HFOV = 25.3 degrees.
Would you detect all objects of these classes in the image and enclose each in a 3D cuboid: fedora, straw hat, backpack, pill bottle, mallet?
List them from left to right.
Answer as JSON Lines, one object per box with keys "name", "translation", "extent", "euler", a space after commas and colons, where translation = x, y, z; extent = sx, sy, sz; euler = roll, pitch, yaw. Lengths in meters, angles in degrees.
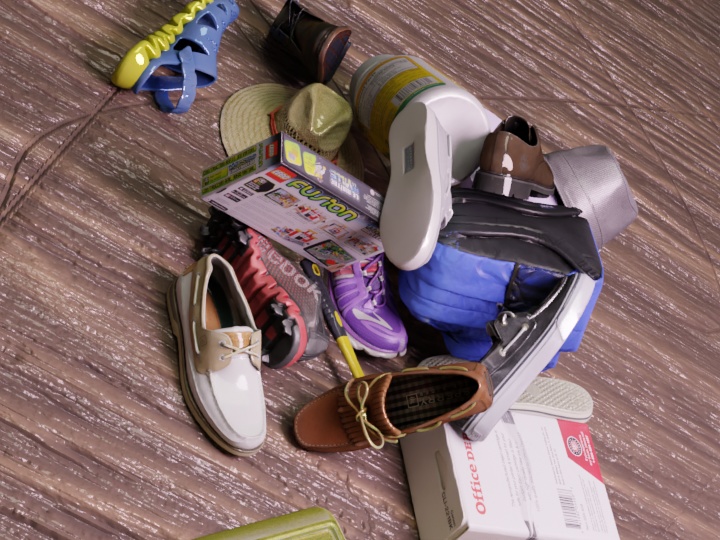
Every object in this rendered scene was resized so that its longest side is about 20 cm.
{"name": "straw hat", "translation": [-0.054, -0.161, 1.790], "extent": [0.200, 0.085, 0.202], "euler": [23, 45, -24]}
{"name": "mallet", "translation": [-0.022, 0.077, 1.635], "extent": [0.066, 0.041, 0.201], "euler": [-10, 67, -55]}
{"name": "pill bottle", "translation": [0.057, -0.174, 1.778], "extent": [0.112, 0.114, 0.200], "euler": [18, 15, -27]}
{"name": "backpack", "translation": [0.137, 0.012, 1.696], "extent": [0.198, 0.169, 0.163], "euler": [14, 22, -9]}
{"name": "fedora", "translation": [0.274, -0.090, 1.921], "extent": [0.200, 0.090, 0.178], "euler": [64, 1, -73]}

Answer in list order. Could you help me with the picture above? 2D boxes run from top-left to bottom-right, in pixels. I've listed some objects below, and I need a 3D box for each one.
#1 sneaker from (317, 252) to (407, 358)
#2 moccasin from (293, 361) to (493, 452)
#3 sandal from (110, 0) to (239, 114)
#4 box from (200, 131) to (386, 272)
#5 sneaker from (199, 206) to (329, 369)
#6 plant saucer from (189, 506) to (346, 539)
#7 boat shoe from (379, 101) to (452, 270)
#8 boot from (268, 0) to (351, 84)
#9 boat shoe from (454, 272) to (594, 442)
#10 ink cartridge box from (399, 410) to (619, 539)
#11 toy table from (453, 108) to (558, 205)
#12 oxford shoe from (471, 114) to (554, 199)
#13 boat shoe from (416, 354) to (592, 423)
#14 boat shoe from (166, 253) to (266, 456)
{"name": "sneaker", "translation": [0.000, 0.000, 1.700], "extent": [0.080, 0.083, 0.201], "euler": [-4, 61, -41]}
{"name": "moccasin", "translation": [0.028, 0.133, 1.538], "extent": [0.078, 0.199, 0.074], "euler": [19, 63, -72]}
{"name": "sandal", "translation": [-0.189, -0.235, 1.756], "extent": [0.087, 0.079, 0.200], "euler": [44, 48, -5]}
{"name": "box", "translation": [-0.052, -0.064, 1.593], "extent": [0.199, 0.109, 0.035], "euler": [30, 49, -43]}
{"name": "sneaker", "translation": [-0.093, 0.016, 1.623], "extent": [0.097, 0.071, 0.201], "euler": [9, 43, -51]}
{"name": "plant saucer", "translation": [-0.055, 0.306, 1.422], "extent": [0.199, 0.048, 0.201], "euler": [-7, 61, -43]}
{"name": "boat shoe", "translation": [0.063, -0.076, 1.610], "extent": [0.068, 0.072, 0.201], "euler": [36, 36, -36]}
{"name": "boot", "translation": [-0.066, -0.265, 1.839], "extent": [0.096, 0.075, 0.200], "euler": [30, 2, -1]}
{"name": "boat shoe", "translation": [0.153, 0.073, 1.580], "extent": [0.071, 0.072, 0.200], "euler": [38, 80, 3]}
{"name": "ink cartridge box", "translation": [0.150, 0.224, 1.633], "extent": [0.198, 0.084, 0.145], "euler": [13, 49, -32]}
{"name": "toy table", "translation": [0.139, -0.076, 1.855], "extent": [0.183, 0.117, 0.201], "euler": [2, 56, -39]}
{"name": "oxford shoe", "translation": [0.176, -0.122, 1.730], "extent": [0.072, 0.085, 0.200], "euler": [12, 6, 14]}
{"name": "boat shoe", "translation": [0.150, 0.142, 1.722], "extent": [0.198, 0.063, 0.075], "euler": [13, 39, -11]}
{"name": "boat shoe", "translation": [-0.132, 0.078, 1.536], "extent": [0.074, 0.068, 0.201], "euler": [-2, 58, -40]}
